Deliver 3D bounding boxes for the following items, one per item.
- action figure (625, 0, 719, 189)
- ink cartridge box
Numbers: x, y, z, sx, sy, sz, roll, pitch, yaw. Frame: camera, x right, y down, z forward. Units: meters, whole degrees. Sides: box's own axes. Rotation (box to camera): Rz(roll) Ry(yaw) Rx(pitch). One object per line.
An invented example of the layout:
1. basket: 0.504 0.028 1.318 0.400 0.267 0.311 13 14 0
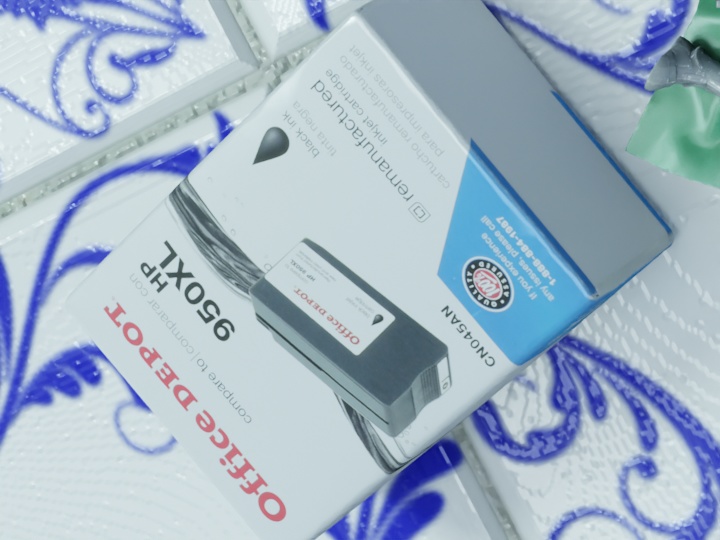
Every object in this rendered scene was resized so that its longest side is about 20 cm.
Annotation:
1. action figure: 0.204 -0.045 1.081 0.200 0.055 0.118 29 117 12
2. ink cartridge box: 0.000 0.000 1.188 0.145 0.084 0.200 50 124 4
